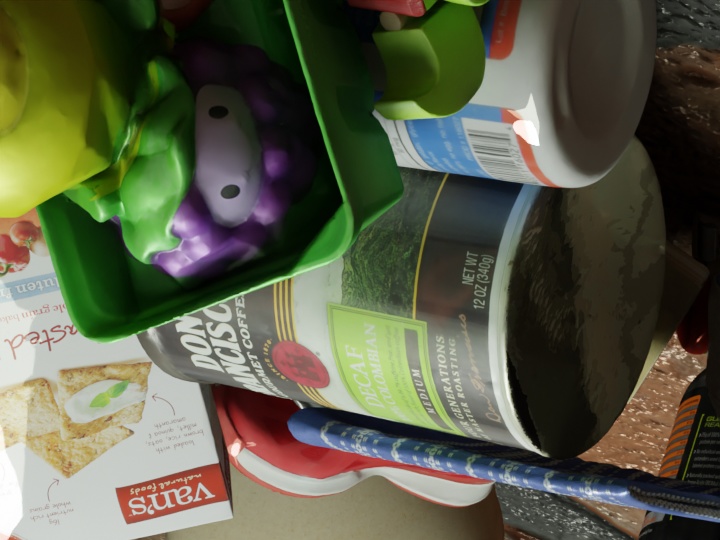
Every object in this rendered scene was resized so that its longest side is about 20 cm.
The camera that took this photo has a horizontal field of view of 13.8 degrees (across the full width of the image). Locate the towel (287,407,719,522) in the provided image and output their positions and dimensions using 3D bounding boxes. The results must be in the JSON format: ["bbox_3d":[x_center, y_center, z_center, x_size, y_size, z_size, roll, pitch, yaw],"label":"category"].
[{"bbox_3d":[0.082,0.087,1.346,0.199,0.024,0.144,8,177,41],"label":"towel"}]

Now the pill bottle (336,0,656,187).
[{"bbox_3d":[0.012,-0.100,1.224,0.199,0.113,0.112,10,157,29],"label":"pill bottle"}]

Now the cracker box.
[{"bbox_3d":[-0.144,0.038,1.395,0.133,0.058,0.201,-12,124,1],"label":"cracker box"}]

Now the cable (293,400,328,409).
[{"bbox_3d":[-0.068,-0.008,1.491,0.200,0.050,0.097,46,178,37],"label":"cable"}]

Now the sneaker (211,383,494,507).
[{"bbox_3d":[0.023,0.061,1.530,0.199,0.079,0.115,6,144,-43],"label":"sneaker"}]

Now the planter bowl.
[{"bbox_3d":[-0.019,0.107,1.693,0.199,0.201,0.135,13,132,20],"label":"planter bowl"}]

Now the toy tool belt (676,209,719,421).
[{"bbox_3d":[0.222,0.037,1.347,0.122,0.126,0.200,-2,-165,-7],"label":"toy tool belt"}]

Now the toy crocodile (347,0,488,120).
[{"bbox_3d":[0.008,-0.150,1.095,0.067,0.062,0.201,11,128,31],"label":"toy crocodile"}]

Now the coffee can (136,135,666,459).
[{"bbox_3d":[0.015,-0.007,1.318,0.199,0.147,0.146,10,157,31],"label":"coffee can"}]

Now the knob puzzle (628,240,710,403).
[{"bbox_3d":[0.071,-0.028,1.441,0.219,0.031,0.220,32,160,13],"label":"knob puzzle"}]

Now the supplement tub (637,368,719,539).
[{"bbox_3d":[0.203,0.130,1.482,0.122,0.201,0.123,18,160,7],"label":"supplement tub"}]

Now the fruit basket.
[{"bbox_3d":[-0.096,-0.079,1.109,0.155,0.217,0.215,-19,140,29],"label":"fruit basket"}]
